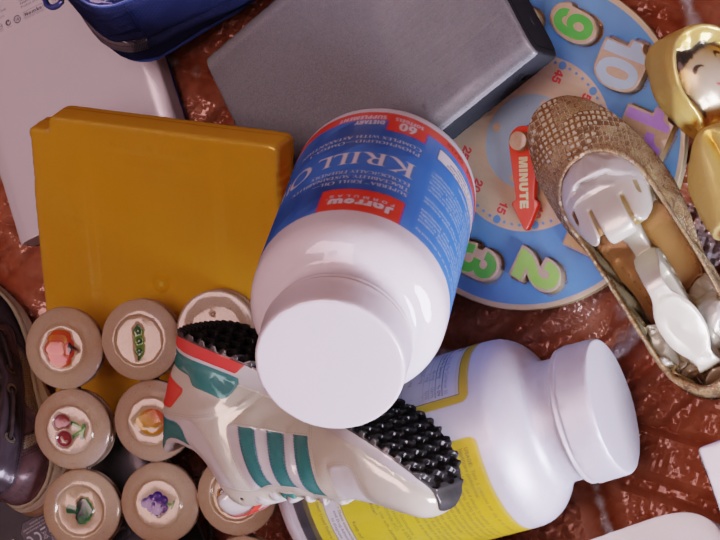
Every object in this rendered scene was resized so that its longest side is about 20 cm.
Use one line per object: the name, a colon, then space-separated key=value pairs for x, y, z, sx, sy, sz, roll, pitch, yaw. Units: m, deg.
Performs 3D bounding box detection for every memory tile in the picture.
memory tile: x=-0.124 y=0.116 z=1.652 sx=0.153 sy=0.017 sz=0.201 roll=-6 pitch=91 yaw=13

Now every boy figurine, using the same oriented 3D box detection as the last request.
boy figurine: x=0.240 y=-0.062 z=1.544 sx=0.124 sy=0.064 sz=0.200 roll=-34 pitch=77 yaw=-17

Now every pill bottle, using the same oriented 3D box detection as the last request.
pill bottle: x=0.056 y=0.105 z=1.596 sx=0.199 sy=0.112 sz=0.112 roll=-17 pitch=79 yaw=22
pill bottle: x=0.000 y=0.000 z=1.530 sx=0.112 sy=0.200 sz=0.113 roll=4 pitch=121 yaw=7

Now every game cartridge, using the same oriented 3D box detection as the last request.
game cartridge: x=-0.116 y=0.002 z=1.680 sx=0.176 sy=0.032 sz=0.201 roll=9 pitch=115 yaw=24

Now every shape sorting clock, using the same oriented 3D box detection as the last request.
shape sorting clock: x=0.100 y=-0.076 z=1.631 sx=0.199 sy=0.039 sz=0.201 roll=-2 pitch=85 yaw=23

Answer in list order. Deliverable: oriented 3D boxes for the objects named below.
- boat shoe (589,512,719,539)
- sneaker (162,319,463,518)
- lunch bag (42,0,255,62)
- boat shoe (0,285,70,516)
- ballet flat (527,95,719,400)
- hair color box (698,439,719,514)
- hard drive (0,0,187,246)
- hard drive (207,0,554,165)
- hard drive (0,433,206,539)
boat shoe: x=0.125 y=0.188 z=1.583 sx=0.199 sy=0.069 sz=0.072 roll=-20 pitch=56 yaw=15
sneaker: x=-0.032 y=0.106 z=1.548 sx=0.199 sy=0.070 sz=0.094 roll=28 pitch=111 yaw=26
lunch bag: x=-0.114 y=-0.220 z=1.681 sx=0.200 sy=0.132 sz=0.136 roll=-29 pitch=73 yaw=3
boat shoe: x=-0.243 y=0.068 z=1.733 sx=0.072 sy=0.065 sz=0.200 roll=-40 pitch=52 yaw=16
ballet flat: x=0.162 y=-0.013 z=1.553 sx=0.070 sy=0.065 sz=0.200 roll=-36 pitch=92 yaw=11
hair color box: x=0.301 y=0.117 z=1.514 sx=0.199 sy=0.065 sz=0.110 roll=-22 pitch=78 yaw=19
hard drive: x=-0.190 y=-0.133 z=1.771 sx=0.132 sy=0.025 sz=0.201 roll=-23 pitch=77 yaw=20
hard drive: x=0.009 y=-0.127 z=1.647 sx=0.200 sy=0.033 sz=0.140 roll=-38 pitch=65 yaw=27
hard drive: x=-0.148 y=0.211 z=1.708 sx=0.139 sy=0.033 sz=0.201 roll=-31 pitch=76 yaw=27
